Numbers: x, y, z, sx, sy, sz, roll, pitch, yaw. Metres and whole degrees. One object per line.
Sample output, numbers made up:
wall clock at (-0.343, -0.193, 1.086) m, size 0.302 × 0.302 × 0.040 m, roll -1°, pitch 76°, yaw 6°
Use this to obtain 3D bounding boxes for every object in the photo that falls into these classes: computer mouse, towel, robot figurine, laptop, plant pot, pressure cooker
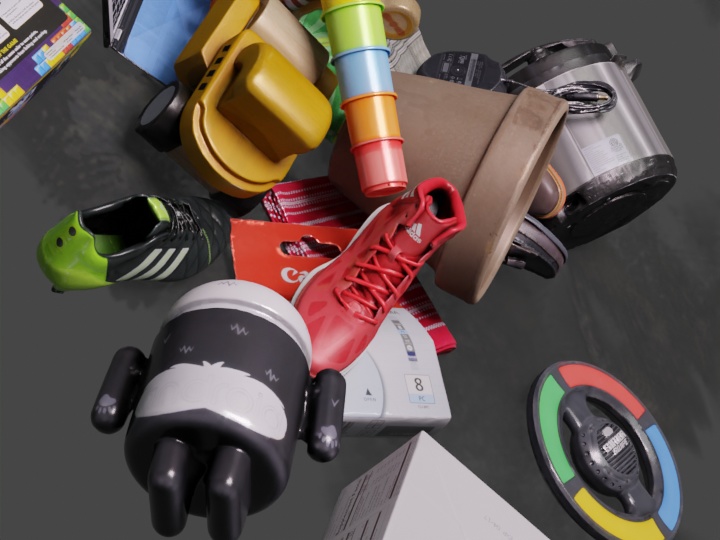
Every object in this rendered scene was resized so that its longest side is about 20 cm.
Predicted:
computer mouse at (0.152, -0.176, 1.534) m, size 0.198 × 0.034 × 0.059 m, roll 11°, pitch 49°, yaw 9°
towel at (0.016, -0.273, 1.560) m, size 0.194 × 0.034 × 0.200 m, roll 62°, pitch 17°, yaw -9°
robot figurine at (-0.102, 0.101, 1.142) m, size 0.150 × 0.125 × 0.201 m, roll 35°, pitch 40°, yaw -23°
towel at (0.000, 0.000, 1.409) m, size 0.144 × 0.022 × 0.201 m, roll -12°, pitch 69°, yaw -50°
laptop at (-0.155, -0.270, 1.403) m, size 0.115 × 0.201 × 0.188 m, roll 8°, pitch 45°, yaw 2°
plant pot at (0.070, -0.095, 1.407) m, size 0.174 × 0.201 × 0.200 m, roll 27°, pitch 38°, yaw 7°
pressure cooker at (0.215, -0.142, 1.617) m, size 0.175 × 0.178 × 0.201 m, roll -11°, pitch 68°, yaw -46°

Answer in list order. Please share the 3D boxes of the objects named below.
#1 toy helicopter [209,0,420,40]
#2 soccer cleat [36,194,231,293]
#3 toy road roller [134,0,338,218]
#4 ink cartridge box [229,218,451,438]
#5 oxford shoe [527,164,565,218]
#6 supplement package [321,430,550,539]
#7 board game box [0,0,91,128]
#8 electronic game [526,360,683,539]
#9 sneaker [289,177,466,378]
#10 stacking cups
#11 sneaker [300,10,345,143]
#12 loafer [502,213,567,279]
toy helicopter at (-0.034, -0.264, 1.416) m, size 0.199 × 0.132 × 0.079 m, roll 18°, pitch 50°, yaw -15°
soccer cleat at (-0.162, -0.029, 1.219) m, size 0.199 × 0.081 × 0.068 m, roll -16°, pitch 72°, yaw -50°
toy road roller at (-0.079, -0.151, 1.314) m, size 0.123 × 0.146 × 0.201 m, roll 42°, pitch 56°, yaw -24°
ink cartridge box at (-0.019, 0.041, 1.307) m, size 0.159 × 0.047 × 0.201 m, roll 4°, pitch 61°, yaw -31°
oxford shoe at (0.109, -0.109, 1.535) m, size 0.199 × 0.072 × 0.072 m, roll 32°, pitch 23°, yaw 18°
supplement package at (0.067, 0.258, 1.191) m, size 0.200 × 0.111 × 0.156 m, roll 41°, pitch 38°, yaw -12°
board game box at (-0.325, -0.182, 1.202) m, size 0.165 × 0.057 × 0.200 m, roll 42°, pitch 39°, yaw -8°
electronic game at (0.234, 0.176, 1.485) m, size 0.199 × 0.042 × 0.201 m, roll 26°, pitch 44°, yaw -28°
sneaker at (0.013, -0.005, 1.241) m, size 0.078 × 0.116 × 0.201 m, roll 35°, pitch 57°, yaw -6°
stacking cups at (0.007, -0.165, 1.333) m, size 0.060 × 0.060 × 0.202 m, roll -6°, pitch 81°, yaw -48°
sneaker at (-0.046, -0.201, 1.499) m, size 0.083 × 0.074 × 0.201 m, roll 6°, pitch 50°, yaw -24°
loafer at (0.111, -0.041, 1.531) m, size 0.199 × 0.072 × 0.063 m, roll 33°, pitch 63°, yaw -14°
